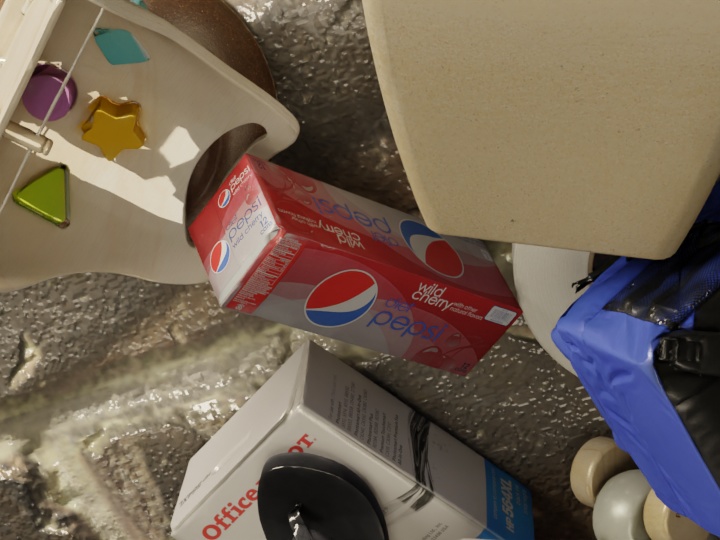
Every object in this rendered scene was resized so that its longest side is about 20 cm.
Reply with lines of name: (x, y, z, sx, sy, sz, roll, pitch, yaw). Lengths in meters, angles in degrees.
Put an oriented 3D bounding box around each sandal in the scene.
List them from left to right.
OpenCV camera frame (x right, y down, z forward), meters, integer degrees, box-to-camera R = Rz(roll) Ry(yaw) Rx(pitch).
sandal: (-0.012, 0.206, 1.039, 0.076, 0.043, 0.201, -13, 110, 14)

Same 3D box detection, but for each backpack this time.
backpack: (0.222, 0.023, 0.926, 0.200, 0.168, 0.163, -39, 119, -13)

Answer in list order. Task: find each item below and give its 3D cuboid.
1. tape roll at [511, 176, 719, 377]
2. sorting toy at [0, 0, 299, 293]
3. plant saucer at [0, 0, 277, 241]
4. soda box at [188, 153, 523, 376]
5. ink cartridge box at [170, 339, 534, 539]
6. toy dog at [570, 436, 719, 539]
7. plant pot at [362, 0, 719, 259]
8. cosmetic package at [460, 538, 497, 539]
tape roll: (0.195, -0.011, 1.020, 0.202, 0.037, 0.203, 2, 120, 3)
sorting toy: (-0.137, -0.071, 0.935, 0.180, 0.107, 0.200, 23, 116, -19)
plant saucer: (-0.150, -0.090, 0.995, 0.200, 0.037, 0.201, 1, 120, 2)
soda box: (0.000, 0.000, 0.973, 0.200, 0.070, 0.063, 19, 123, -40)
ink cartridge box: (-0.004, 0.162, 1.099, 0.200, 0.084, 0.146, 36, 118, -16)
toy dog: (0.206, 0.205, 1.097, 0.200, 0.132, 0.096, 44, 76, -12)
plant pot: (0.112, -0.120, 0.865, 0.199, 0.200, 0.177, 7, 126, 9)
cosmetic package: (0.096, 0.277, 1.026, 0.087, 0.103, 0.201, 3, 121, 6)
